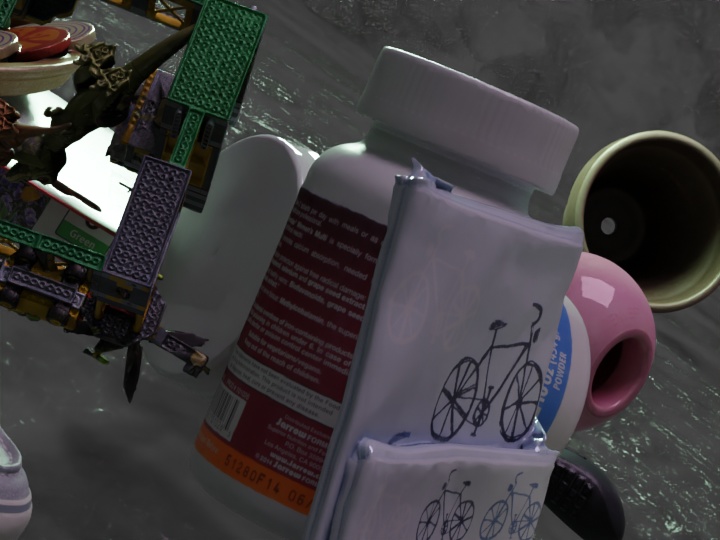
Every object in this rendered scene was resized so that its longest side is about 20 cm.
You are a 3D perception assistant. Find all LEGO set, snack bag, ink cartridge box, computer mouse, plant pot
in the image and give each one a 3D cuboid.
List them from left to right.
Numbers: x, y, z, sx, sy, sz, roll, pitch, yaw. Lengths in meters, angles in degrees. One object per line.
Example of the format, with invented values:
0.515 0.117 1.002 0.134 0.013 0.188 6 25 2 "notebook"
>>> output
-0.164 -0.046 0.992 0.109 0.050 0.200 32 12 -14 "ink cartridge box"
-0.127 -0.049 0.858 0.153 0.200 0.116 12 -25 -7 "LEGO set"
0.035 0.068 0.719 0.021 0.201 0.188 15 1 26 "snack bag"
0.085 0.087 1.134 0.200 0.034 0.059 43 12 5 "computer mouse"
0.308 -0.054 2.164 0.200 0.201 0.175 32 -7 -12 "plant pot"

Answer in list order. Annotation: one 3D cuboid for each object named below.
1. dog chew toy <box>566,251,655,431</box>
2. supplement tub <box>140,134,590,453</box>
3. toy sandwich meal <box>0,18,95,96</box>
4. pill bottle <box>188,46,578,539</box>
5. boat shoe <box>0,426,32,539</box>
0.109 0.028 1.323 0.200 0.125 0.124 33 7 42 "dog chew toy"
0.005 0.030 0.947 0.200 0.132 0.132 27 13 -34 "supplement tub"
-0.239 -0.146 1.005 0.205 0.070 0.205 9 16 -2 "toy sandwich meal"
0.013 0.015 0.804 0.109 0.200 0.110 23 4 -2 "pill bottle"
-0.177 0.011 0.634 0.201 0.072 0.070 38 11 20 "boat shoe"
